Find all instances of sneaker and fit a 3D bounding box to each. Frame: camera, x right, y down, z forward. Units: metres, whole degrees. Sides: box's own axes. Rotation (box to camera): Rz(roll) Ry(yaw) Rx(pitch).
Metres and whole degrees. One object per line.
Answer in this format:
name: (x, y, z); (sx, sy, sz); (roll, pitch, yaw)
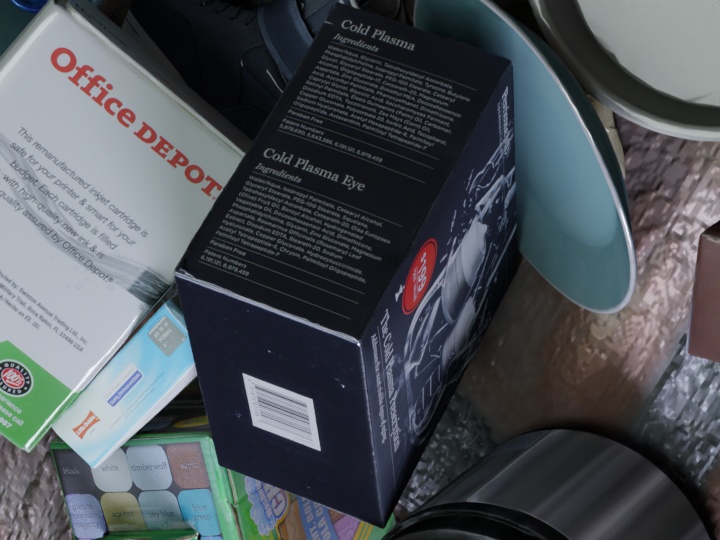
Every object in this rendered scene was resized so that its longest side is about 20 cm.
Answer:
sneaker: (-0.059, -0.150, 1.343); (0.146, 0.077, 0.202); (-41, 70, 22)

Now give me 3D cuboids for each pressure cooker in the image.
pressure cooker: (0.085, 0.193, 1.292); (0.179, 0.200, 0.176); (32, 120, 18)

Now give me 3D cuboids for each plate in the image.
plate: (0.092, -0.069, 1.248); (0.200, 0.026, 0.200); (53, 164, 22)

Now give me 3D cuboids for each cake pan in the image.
cake pan: (0.180, -0.165, 1.182); (0.200, 0.037, 0.200); (2, 98, 18)

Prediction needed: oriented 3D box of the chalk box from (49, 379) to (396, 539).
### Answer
chalk box: (-0.088, 0.135, 1.377); (0.124, 0.200, 0.124); (-4, 105, 34)

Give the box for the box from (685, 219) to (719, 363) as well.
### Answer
box: (0.273, 0.022, 1.179); (0.200, 0.100, 0.075); (17, 115, 26)

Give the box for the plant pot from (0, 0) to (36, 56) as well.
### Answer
plant pot: (-0.248, -0.057, 1.374); (0.200, 0.135, 0.200); (10, 111, 27)

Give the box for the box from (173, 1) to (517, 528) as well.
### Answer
box: (0.000, 0.000, 1.234); (0.104, 0.182, 0.200); (20, 151, 16)

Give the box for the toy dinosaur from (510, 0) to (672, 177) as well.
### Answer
toy dinosaur: (0.125, -0.112, 1.261); (0.088, 0.047, 0.200); (-15, 103, 38)

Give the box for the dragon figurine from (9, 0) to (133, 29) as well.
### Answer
dragon figurine: (-0.170, -0.174, 1.333); (0.099, 0.059, 0.200); (-45, 66, 18)

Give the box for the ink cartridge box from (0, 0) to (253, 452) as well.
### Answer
ink cartridge box: (-0.166, -0.030, 1.261); (0.147, 0.083, 0.200); (41, 99, -12)

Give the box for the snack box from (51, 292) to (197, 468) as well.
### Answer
snack box: (-0.082, 0.025, 1.335); (0.037, 0.200, 0.116); (46, 123, 1)
